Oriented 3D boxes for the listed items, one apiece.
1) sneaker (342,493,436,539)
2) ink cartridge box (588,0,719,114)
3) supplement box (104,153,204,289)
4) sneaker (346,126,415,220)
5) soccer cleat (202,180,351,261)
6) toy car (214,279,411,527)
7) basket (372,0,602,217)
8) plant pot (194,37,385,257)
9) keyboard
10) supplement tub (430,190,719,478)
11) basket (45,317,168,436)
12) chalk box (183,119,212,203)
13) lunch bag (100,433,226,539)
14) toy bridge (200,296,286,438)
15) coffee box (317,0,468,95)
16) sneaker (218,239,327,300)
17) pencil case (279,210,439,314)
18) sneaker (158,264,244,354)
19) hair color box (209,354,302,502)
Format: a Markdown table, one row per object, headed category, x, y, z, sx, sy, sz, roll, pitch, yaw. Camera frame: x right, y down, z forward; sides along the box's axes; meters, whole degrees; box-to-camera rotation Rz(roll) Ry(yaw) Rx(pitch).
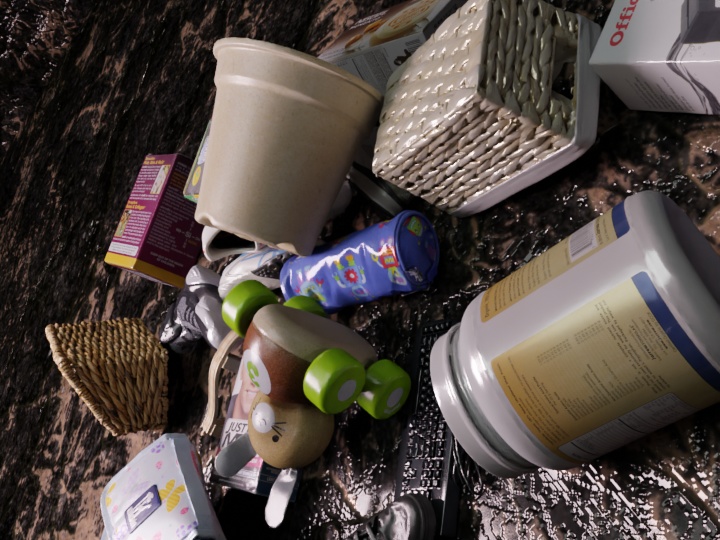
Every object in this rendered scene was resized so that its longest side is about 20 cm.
| category | x | y | z | sx | sy | sz | roll | pitch | yaw |
| --- | --- | --- | --- | --- | --- | --- | --- | --- | --- |
| sneaker | -0.024 | 0.270 | 0.631 | 0.201 | 0.103 | 0.060 | -56 | 39 | 22 |
| ink cartridge box | 0.300 | -0.202 | 0.554 | 0.199 | 0.083 | 0.146 | 21 | 86 | 53 |
| supplement box | -0.326 | -0.084 | 1.205 | 0.130 | 0.103 | 0.202 | 10 | 77 | 51 |
| sneaker | 0.023 | -0.151 | 0.874 | 0.116 | 0.076 | 0.201 | -48 | 47 | 6 |
| soccer cleat | -0.104 | -0.060 | 0.888 | 0.198 | 0.069 | 0.085 | -17 | 24 | 7 |
| toy car | -0.078 | 0.141 | 0.720 | 0.164 | 0.157 | 0.201 | 34 | 98 | 37 |
| basket | 0.110 | -0.154 | 0.679 | 0.200 | 0.122 | 0.137 | -27 | 48 | 58 |
| plant pot | -0.089 | -0.120 | 0.783 | 0.200 | 0.199 | 0.186 | 16 | 89 | 52 |
| keyboard | 0.068 | 0.136 | 0.667 | 0.103 | 0.039 | 0.202 | -15 | 59 | 45 |
| supplement tub | 0.162 | 0.054 | 0.518 | 0.199 | 0.144 | 0.146 | -36 | 45 | 30 |
| basket | -0.373 | 0.162 | 1.049 | 0.199 | 0.147 | 0.145 | 23 | 112 | 58 |
| chalk box | -0.159 | -0.138 | 1.028 | 0.199 | 0.123 | 0.126 | 5 | 74 | 52 |
| lunch bag | -0.222 | 0.307 | 0.809 | 0.170 | 0.126 | 0.202 | 50 | 124 | 49 |
| toy bridge | -0.153 | 0.120 | 0.913 | 0.027 | 0.067 | 0.202 | 28 | 91 | 52 |
| coffee box | 0.049 | -0.260 | 0.858 | 0.199 | 0.080 | 0.115 | 4 | 46 | 50 |
| sneaker | -0.113 | -0.009 | 0.942 | 0.199 | 0.072 | 0.073 | -20 | 48 | 38 |
| pencil case | 0.000 | 0.000 | 0.796 | 0.199 | 0.088 | 0.078 | -18 | 14 | 42 |
| sneaker | -0.223 | 0.082 | 1.015 | 0.114 | 0.075 | 0.200 | -55 | 32 | 12 |
| hair color box | -0.102 | 0.155 | 0.838 | 0.099 | 0.060 | 0.202 | -7 | 63 | 47 |
